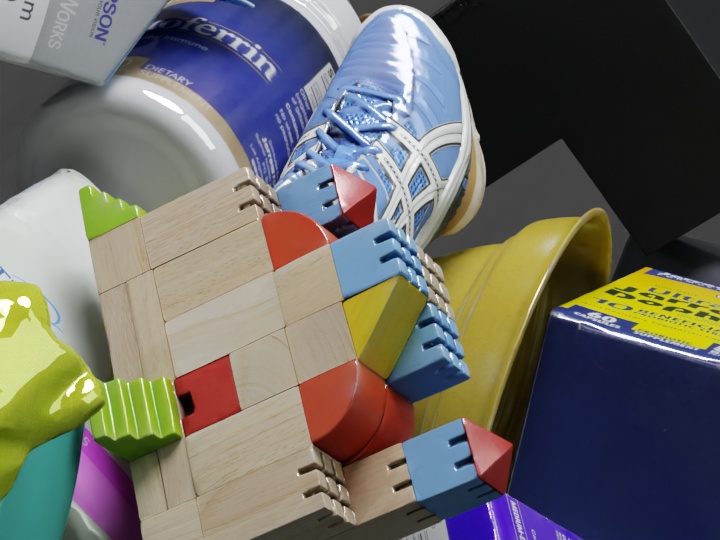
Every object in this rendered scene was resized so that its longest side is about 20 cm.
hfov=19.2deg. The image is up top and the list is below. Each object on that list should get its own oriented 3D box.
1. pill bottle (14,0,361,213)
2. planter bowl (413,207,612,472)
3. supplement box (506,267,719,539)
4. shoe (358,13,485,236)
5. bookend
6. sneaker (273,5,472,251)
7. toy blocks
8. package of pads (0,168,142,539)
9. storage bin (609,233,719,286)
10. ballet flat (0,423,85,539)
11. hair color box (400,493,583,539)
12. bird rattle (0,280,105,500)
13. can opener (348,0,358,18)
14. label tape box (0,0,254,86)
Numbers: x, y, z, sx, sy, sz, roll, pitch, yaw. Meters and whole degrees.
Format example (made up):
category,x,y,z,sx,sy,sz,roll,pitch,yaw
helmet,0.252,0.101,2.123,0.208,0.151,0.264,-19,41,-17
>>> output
category,x,y,z,sx,sy,sz,roll,pitch,yaw
pill bottle,-0.072,-0.072,1.027,0.116,0.116,0.200,46,33,-5
planter bowl,0.051,0.054,1.036,0.083,0.201,0.200,18,30,16
supplement box,0.156,0.072,1.047,0.108,0.110,0.200,16,11,18
shoe,0.035,-0.074,1.084,0.053,0.070,0.200,21,23,-23
bookend,0.131,-0.090,1.218,0.200,0.199,0.092,54,34,-4
sneaker,0.000,-0.034,0.958,0.077,0.075,0.201,60,40,-63
toy blocks,-0.023,0.033,0.818,0.100,0.136,0.201,40,30,-55
package of pads,-0.110,0.065,0.894,0.200,0.068,0.154,50,34,-2
storage bin,0.235,0.052,1.253,0.200,0.146,0.134,11,13,-42
ballet flat,-0.146,0.120,0.767,0.068,0.068,0.201,63,29,-62
hair color box,0.068,0.169,0.925,0.200,0.109,0.065,32,37,-48
bird rattle,-0.190,0.074,0.735,0.113,0.200,0.163,35,-3,-42
can opener,-0.042,-0.140,1.201,0.067,0.053,0.200,-21,72,-21
label tape box,-0.170,-0.127,0.946,0.200,0.066,0.143,18,1,-41
